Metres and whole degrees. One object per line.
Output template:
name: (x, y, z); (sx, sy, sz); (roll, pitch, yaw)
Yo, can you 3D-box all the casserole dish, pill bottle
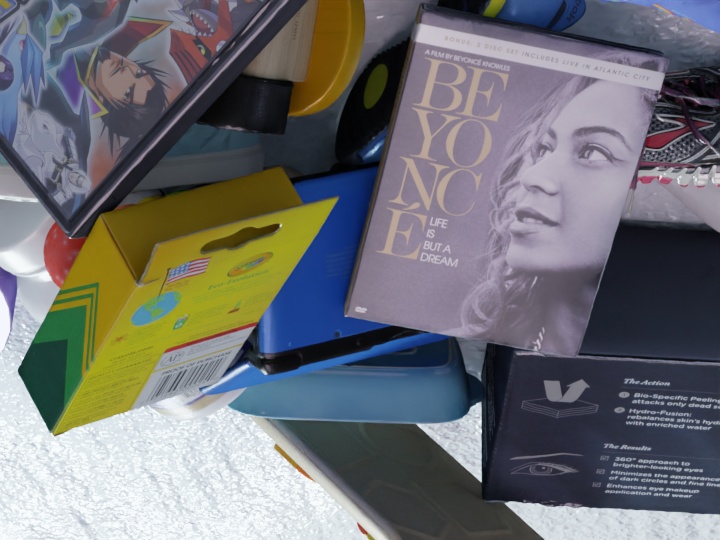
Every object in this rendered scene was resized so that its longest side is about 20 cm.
casserole dish: (-0.010, 0.066, 1.451); (0.199, 0.121, 0.039); (2, 111, -1)
pill bottle: (-0.158, 0.003, 1.357); (0.119, 0.120, 0.200); (-22, 134, 28)

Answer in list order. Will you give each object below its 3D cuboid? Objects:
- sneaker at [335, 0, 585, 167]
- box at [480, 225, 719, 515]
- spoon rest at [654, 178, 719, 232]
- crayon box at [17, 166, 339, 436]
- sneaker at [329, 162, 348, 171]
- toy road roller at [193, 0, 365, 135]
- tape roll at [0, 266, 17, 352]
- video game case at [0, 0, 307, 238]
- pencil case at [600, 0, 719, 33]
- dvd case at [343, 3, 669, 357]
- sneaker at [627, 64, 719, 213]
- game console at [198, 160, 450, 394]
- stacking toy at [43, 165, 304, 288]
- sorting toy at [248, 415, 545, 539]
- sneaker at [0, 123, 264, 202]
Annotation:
sneaker: (0.059, -0.116, 1.241); (0.078, 0.066, 0.200); (19, 139, -28)
box: (0.192, 0.072, 1.438); (0.196, 0.118, 0.200); (3, 144, -2)
spoon rest: (0.226, -0.055, 1.333); (0.199, 0.061, 0.099); (0, 146, -21)
crayon box: (-0.107, 0.010, 1.163); (0.127, 0.051, 0.200); (-16, 156, -37)
sneaker: (0.007, -0.009, 1.375); (0.082, 0.072, 0.200); (-5, 154, -21)
toy road roller: (-0.092, -0.145, 1.161); (0.199, 0.123, 0.146); (12, -173, 22)
tape roll: (-0.331, -0.008, 1.380); (0.199, 0.085, 0.200); (1, 142, 1)
video game case: (-0.143, -0.150, 1.087); (0.200, 0.181, 0.025); (-45, 167, 20)
pencil case: (0.203, -0.166, 1.116); (0.199, 0.078, 0.087); (10, 116, -39)
dvd case: (0.084, -0.049, 1.200); (0.148, 0.016, 0.201); (10, 115, -8)
sneaker: (0.183, -0.092, 1.231); (0.199, 0.081, 0.075); (-15, 135, -7)
game console: (0.000, 0.000, 1.306); (0.199, 0.118, 0.171); (-13, 112, -27)
stacking toy: (-0.115, -0.018, 1.268); (0.200, 0.086, 0.085); (-8, 157, -46)
sorting toy: (0.025, 0.157, 1.470); (0.200, 0.185, 0.037); (12, 113, -51)
sneaker: (-0.152, -0.089, 1.241); (0.199, 0.082, 0.074); (-10, -170, -36)
